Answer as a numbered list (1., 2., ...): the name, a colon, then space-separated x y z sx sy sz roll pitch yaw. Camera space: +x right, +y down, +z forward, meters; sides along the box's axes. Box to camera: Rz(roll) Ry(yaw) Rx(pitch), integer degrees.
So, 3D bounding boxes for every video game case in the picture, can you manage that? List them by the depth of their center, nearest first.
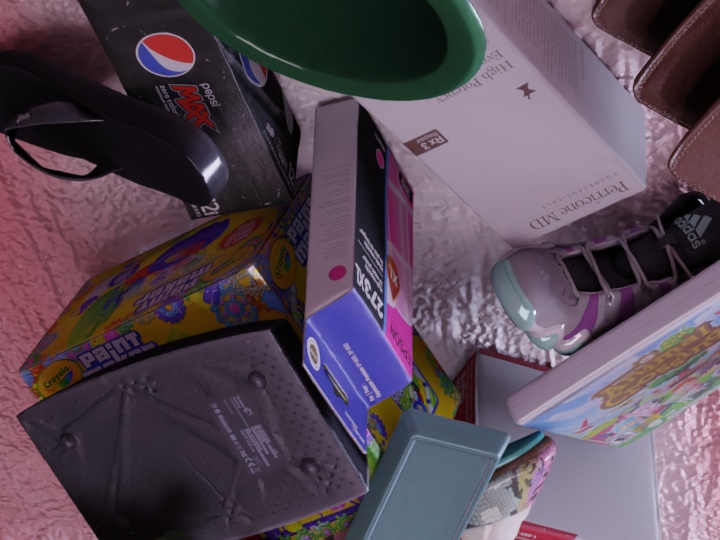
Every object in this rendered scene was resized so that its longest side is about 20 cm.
1. video game case: 0.211 0.050 1.179 0.200 0.022 0.182 -35 156 20

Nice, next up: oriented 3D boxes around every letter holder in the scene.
1. letter holder: 0.230 -0.140 0.991 0.142 0.101 0.200 26 135 -21

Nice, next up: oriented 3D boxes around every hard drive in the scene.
1. hard drive: -0.100 0.103 1.134 0.200 0.042 0.135 -20 112 29

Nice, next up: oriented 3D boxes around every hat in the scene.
1. hat: 0.017 -0.202 0.946 0.200 0.176 0.166 15 158 12

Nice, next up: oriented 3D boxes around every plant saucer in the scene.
1. plant saucer: 0.027 0.172 1.151 0.070 0.019 0.200 15 122 -13

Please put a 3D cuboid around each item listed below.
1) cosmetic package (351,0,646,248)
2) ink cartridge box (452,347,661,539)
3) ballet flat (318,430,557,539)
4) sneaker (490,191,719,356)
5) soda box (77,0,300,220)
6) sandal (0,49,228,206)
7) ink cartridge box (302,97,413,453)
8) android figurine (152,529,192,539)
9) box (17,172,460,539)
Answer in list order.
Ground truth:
1. cosmetic package: 0.073 -0.107 1.064 0.102 0.074 0.200 -26 130 31
2. ink cartridge box: 0.106 0.183 1.345 0.145 0.145 0.200 16 138 -16
3. ballet flat: 0.052 0.165 1.195 0.200 0.069 0.071 -24 90 29
4. sneaker: 0.180 -0.012 1.144 0.140 0.078 0.200 -42 153 31
5. soda box: -0.097 -0.120 1.070 0.071 0.063 0.200 -8 139 14
6. sandal: -0.164 -0.080 1.075 0.200 0.043 0.076 19 149 38
7. ink cartridge box: 0.000 0.000 1.098 0.037 0.200 0.095 -12 138 19
8. android figurine: -0.126 0.216 1.194 0.182 0.041 0.200 10 151 -22
9. box: -0.076 0.075 1.209 0.200 0.122 0.193 -23 111 29
